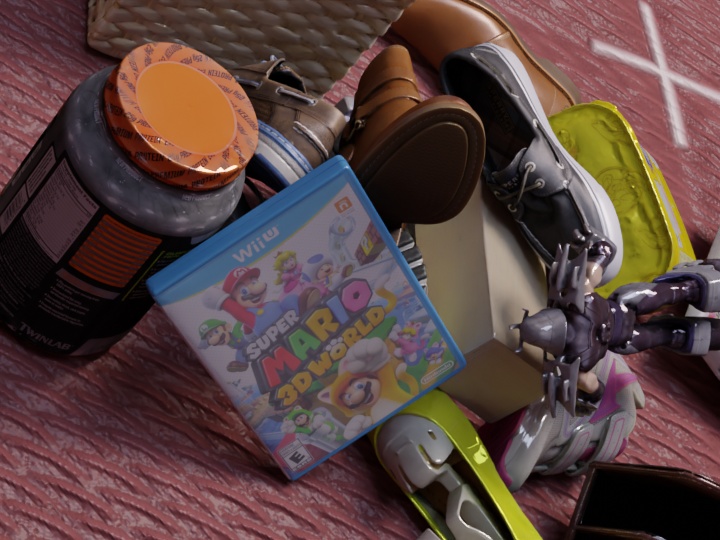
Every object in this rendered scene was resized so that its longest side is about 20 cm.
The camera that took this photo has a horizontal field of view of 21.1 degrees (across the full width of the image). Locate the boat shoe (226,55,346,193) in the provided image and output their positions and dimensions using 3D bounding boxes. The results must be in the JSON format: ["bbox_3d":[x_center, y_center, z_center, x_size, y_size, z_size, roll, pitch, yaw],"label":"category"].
[{"bbox_3d":[-0.067,-0.107,1.350,0.072,0.072,0.200,53,-9,-35],"label":"boat shoe"}]

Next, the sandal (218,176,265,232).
[{"bbox_3d":[-0.083,-0.017,1.339,0.043,0.076,0.201,-27,88,-44],"label":"sandal"}]

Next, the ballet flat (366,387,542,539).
[{"bbox_3d":[0.062,0.149,1.319,0.200,0.067,0.067,53,21,4],"label":"ballet flat"}]

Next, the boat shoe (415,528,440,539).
[{"bbox_3d":[0.083,0.262,1.259,0.059,0.072,0.200,-38,100,-8],"label":"boat shoe"}]

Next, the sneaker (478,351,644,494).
[{"bbox_3d":[0.154,0.110,1.416,0.088,0.081,0.200,46,43,3],"label":"sneaker"}]

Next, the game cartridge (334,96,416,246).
[{"bbox_3d":[0.055,-0.038,1.489,0.129,0.038,0.201,9,53,-38],"label":"game cartridge"}]

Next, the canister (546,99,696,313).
[{"bbox_3d":[0.198,-0.040,1.491,0.149,0.086,0.200,69,14,10],"label":"canister"}]

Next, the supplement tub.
[{"bbox_3d":[-0.152,-0.044,1.206,0.122,0.200,0.123,21,47,-25],"label":"supplement tub"}]

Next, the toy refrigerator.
[{"bbox_3d":[0.085,0.003,1.391,0.076,0.070,0.201,36,35,-36],"label":"toy refrigerator"}]

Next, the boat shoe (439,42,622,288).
[{"bbox_3d":[0.115,-0.075,1.372,0.066,0.070,0.201,-6,68,-53],"label":"boat shoe"}]

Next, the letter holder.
[{"bbox_3d":[0.259,0.217,1.350,0.199,0.142,0.101,26,76,-20],"label":"letter holder"}]

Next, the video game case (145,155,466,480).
[{"bbox_3d":[-0.029,0.035,1.228,0.200,0.143,0.018,58,-1,-41],"label":"video game case"}]

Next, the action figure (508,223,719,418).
[{"bbox_3d":[0.175,0.035,1.318,0.199,0.131,0.069,-5,24,-38],"label":"action figure"}]

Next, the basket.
[{"bbox_3d":[-0.080,-0.244,1.420,0.199,0.198,0.161,20,50,-26],"label":"basket"}]

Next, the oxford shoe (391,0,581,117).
[{"bbox_3d":[0.097,-0.167,1.595,0.200,0.071,0.071,34,49,-14],"label":"oxford shoe"}]

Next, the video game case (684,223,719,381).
[{"bbox_3d":[0.346,0.051,1.622,0.182,0.024,0.200,51,40,-18],"label":"video game case"}]

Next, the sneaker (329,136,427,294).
[{"bbox_3d":[0.000,0.000,1.373,0.078,0.090,0.201,-11,56,-6],"label":"sneaker"}]

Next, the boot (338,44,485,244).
[{"bbox_3d":[0.025,-0.091,1.262,0.073,0.200,0.155,20,51,-15],"label":"boot"}]
